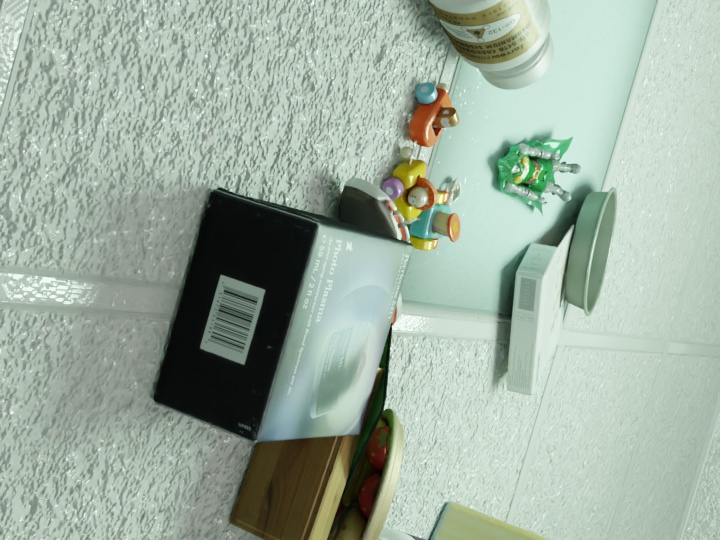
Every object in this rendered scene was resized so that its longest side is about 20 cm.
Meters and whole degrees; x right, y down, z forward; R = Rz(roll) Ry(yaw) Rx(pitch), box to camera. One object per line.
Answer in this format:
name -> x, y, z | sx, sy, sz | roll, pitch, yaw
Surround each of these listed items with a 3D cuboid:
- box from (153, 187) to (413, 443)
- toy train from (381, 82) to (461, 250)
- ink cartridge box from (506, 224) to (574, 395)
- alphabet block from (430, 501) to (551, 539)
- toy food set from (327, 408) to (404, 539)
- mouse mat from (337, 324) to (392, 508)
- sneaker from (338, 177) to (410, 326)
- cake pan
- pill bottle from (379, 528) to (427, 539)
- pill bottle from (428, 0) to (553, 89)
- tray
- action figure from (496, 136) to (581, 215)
box -> -0.064, 0.044, 1.179 | 0.198, 0.123, 0.200 | 9, 98, -63
toy train -> 0.091, -0.108, 1.441 | 0.150, 0.056, 0.200 | -58, 148, -25
ink cartridge box -> 0.260, 0.053, 1.854 | 0.176, 0.045, 0.200 | -51, 148, -56
alphabet block -> 0.198, 0.470, 1.815 | 0.196, 0.200, 0.196 | -64, 151, -14
toy food set -> -0.005, 0.242, 1.383 | 0.198, 0.049, 0.200 | -115, -135, -80
mouse mat -> -0.004, 0.170, 1.345 | 0.161, 0.008, 0.200 | -82, -168, -60
sneaker -> 0.000, 0.000, 1.323 | 0.082, 0.077, 0.200 | -40, 138, -36
cake pan -> 0.352, -0.031, 1.945 | 0.200, 0.037, 0.201 | 12, 90, -72
pill bottle -> 0.045, 0.381, 1.580 | 0.200, 0.111, 0.112 | 38, 72, -60
pill bottle -> 0.143, -0.282, 1.373 | 0.115, 0.114, 0.200 | -65, 152, -13
tray -> -0.056, 0.179, 1.291 | 0.037, 0.098, 0.200 | 21, 86, -57
action figure -> 0.231, -0.129, 1.692 | 0.200, 0.055, 0.118 | 2, 107, -57
